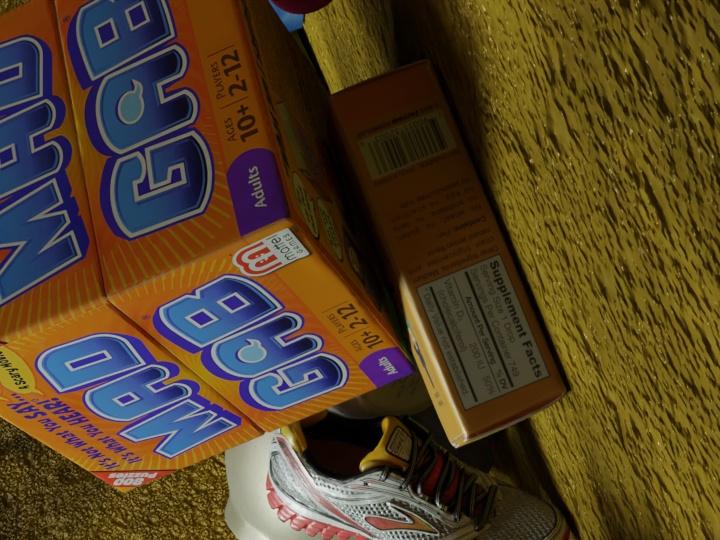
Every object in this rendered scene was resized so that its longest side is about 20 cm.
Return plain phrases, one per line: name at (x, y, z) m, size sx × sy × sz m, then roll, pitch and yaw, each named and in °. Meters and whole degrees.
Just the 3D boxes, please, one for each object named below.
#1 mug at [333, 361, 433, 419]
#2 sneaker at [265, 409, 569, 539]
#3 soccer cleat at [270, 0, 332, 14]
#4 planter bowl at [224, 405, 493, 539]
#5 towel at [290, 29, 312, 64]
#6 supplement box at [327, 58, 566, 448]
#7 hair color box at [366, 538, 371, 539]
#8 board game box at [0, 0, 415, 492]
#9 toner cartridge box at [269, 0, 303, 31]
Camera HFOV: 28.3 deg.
mug at (-0.005, 0.008, 0.943) m, size 0.153 × 0.148 × 0.188 m, roll 49°, pitch 167°, yaw 50°
sneaker at (0.032, 0.139, 0.882) m, size 0.078 × 0.197 × 0.083 m, roll -63°, pitch -18°, yaw -46°
soccer cleat at (-0.043, -0.249, 0.825) m, size 0.087 × 0.069 × 0.202 m, roll -96°, pitch -3°, yaw -47°
planter bowl at (-0.019, 0.149, 1.050) m, size 0.198 × 0.136 × 0.200 m, roll 27°, pitch -171°, yaw -5°
towel at (-0.067, -0.222, 1.287) m, size 0.086 × 0.018 × 0.202 m, roll 72°, pitch 175°, yaw -71°
supplement box at (0.044, -0.008, 0.787) m, size 0.067 × 0.068 × 0.202 m, roll 101°, pitch 150°, yaw -80°
hair color box at (0.059, 0.264, 0.946) m, size 0.200 × 0.099 × 0.061 m, roll 42°, pitch -145°, yaw 1°
board game box at (-0.111, -0.028, 0.805) m, size 0.200 × 0.198 × 0.202 m, roll 52°, pitch -161°, yaw -58°
toner cartridge box at (-0.093, -0.227, 1.130) m, size 0.200 × 0.094 × 0.044 m, roll 109°, pitch 139°, yaw -81°
